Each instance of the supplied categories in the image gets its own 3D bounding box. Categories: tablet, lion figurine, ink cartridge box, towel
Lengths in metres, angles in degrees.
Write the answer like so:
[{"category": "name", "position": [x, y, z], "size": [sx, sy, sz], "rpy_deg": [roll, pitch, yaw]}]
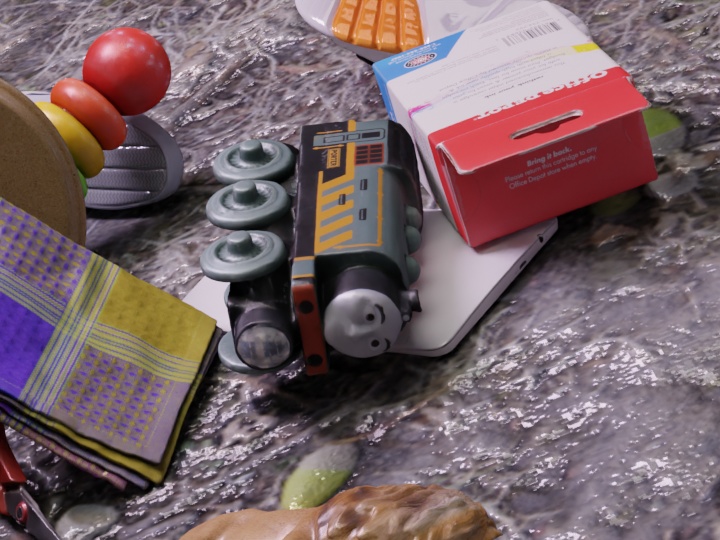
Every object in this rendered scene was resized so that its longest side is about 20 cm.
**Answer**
[{"category": "tablet", "position": [0.000, 0.000, 1.458], "size": [0.200, 0.014, 0.130], "rpy_deg": [5, 38, 38]}, {"category": "lion figurine", "position": [-0.039, 0.136, 1.194], "size": [0.200, 0.072, 0.122], "rpy_deg": [4, 30, 44]}, {"category": "ink cartridge box", "position": [0.090, -0.079, 1.461], "size": [0.116, 0.067, 0.200], "rpy_deg": [-20, 25, -5]}, {"category": "towel", "position": [-0.173, 0.025, 1.389], "size": [0.023, 0.200, 0.144], "rpy_deg": [-54, 7, 40]}]

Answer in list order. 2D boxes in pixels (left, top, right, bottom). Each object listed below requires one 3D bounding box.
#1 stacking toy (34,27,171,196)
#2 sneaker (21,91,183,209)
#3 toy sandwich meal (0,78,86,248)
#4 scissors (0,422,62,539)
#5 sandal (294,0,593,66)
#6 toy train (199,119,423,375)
[{"category": "stacking toy", "position": [-0.190, -0.068, 1.563], "size": [0.200, 0.085, 0.085], "rpy_deg": [-51, 36, -11]}, {"category": "sneaker", "position": [-0.186, -0.087, 1.670], "size": [0.200, 0.073, 0.071], "rpy_deg": [14, 21, 33]}, {"category": "toy sandwich meal", "position": [-0.245, -0.021, 1.466], "size": [0.205, 0.205, 0.070], "rpy_deg": [-30, 10, -17]}, {"category": "scissors", "position": [-0.180, 0.125, 1.351], "size": [0.014, 0.073, 0.200], "rpy_deg": [3, 37, -38]}, {"category": "sandal", "position": [0.051, -0.145, 1.637], "size": [0.207, 0.059, 0.079], "rpy_deg": [21, 63, 24]}, {"category": "toy train", "position": [-0.023, -0.015, 1.406], "size": [0.114, 0.085, 0.200], "rpy_deg": [-7, 30, 5]}]
